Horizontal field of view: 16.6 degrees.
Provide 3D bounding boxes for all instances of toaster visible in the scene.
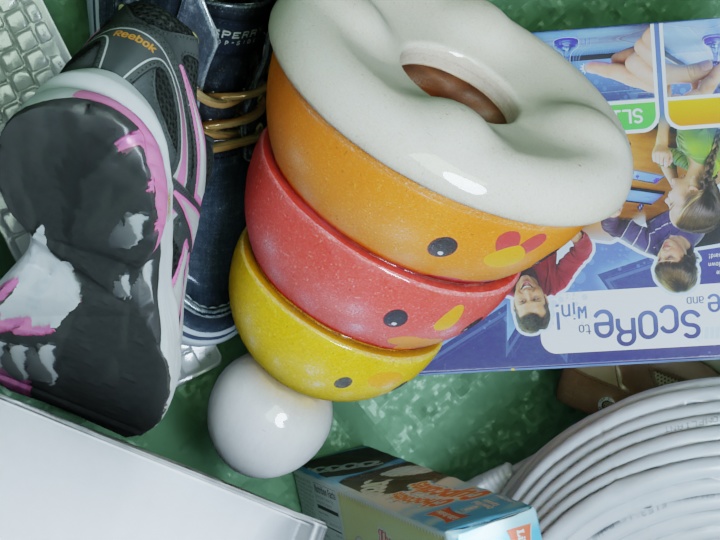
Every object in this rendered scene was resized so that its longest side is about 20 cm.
[{"bbox_3d":[-0.116,0.114,0.900,0.200,0.181,0.119,23,85,-15],"label":"toaster"}]

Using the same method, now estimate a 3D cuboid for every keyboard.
[{"bbox_3d":[-0.123,-0.039,0.979,0.056,0.011,0.200,-28,99,-12],"label":"keyboard"}]

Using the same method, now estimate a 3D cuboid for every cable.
[{"bbox_3d":[0.148,0.131,0.980,0.200,0.069,0.200,41,119,-21],"label":"cable"}]

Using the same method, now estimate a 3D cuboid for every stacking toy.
[{"bbox_3d":[0.000,0.000,0.934,0.146,0.146,0.200,20,119,-15],"label":"stacking toy"}]

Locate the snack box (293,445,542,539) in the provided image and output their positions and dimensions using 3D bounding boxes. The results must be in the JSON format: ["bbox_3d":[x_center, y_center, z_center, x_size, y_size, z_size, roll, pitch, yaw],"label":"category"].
[{"bbox_3d":[0.027,0.135,0.930,0.037,0.200,0.116,-14,96,-16],"label":"snack box"}]

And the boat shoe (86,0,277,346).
[{"bbox_3d":[-0.062,-0.068,0.946,0.071,0.091,0.201,-11,95,-29],"label":"boat shoe"}]

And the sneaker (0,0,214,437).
[{"bbox_3d":[-0.085,-0.017,0.907,0.080,0.200,0.086,25,53,3],"label":"sneaker"}]

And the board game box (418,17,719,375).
[{"bbox_3d":[0.080,-0.028,0.980,0.200,0.034,0.136,-3,94,11],"label":"board game box"}]

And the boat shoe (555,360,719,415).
[{"bbox_3d":[0.169,0.075,1.037,0.200,0.076,0.072,31,88,-6],"label":"boat shoe"}]
